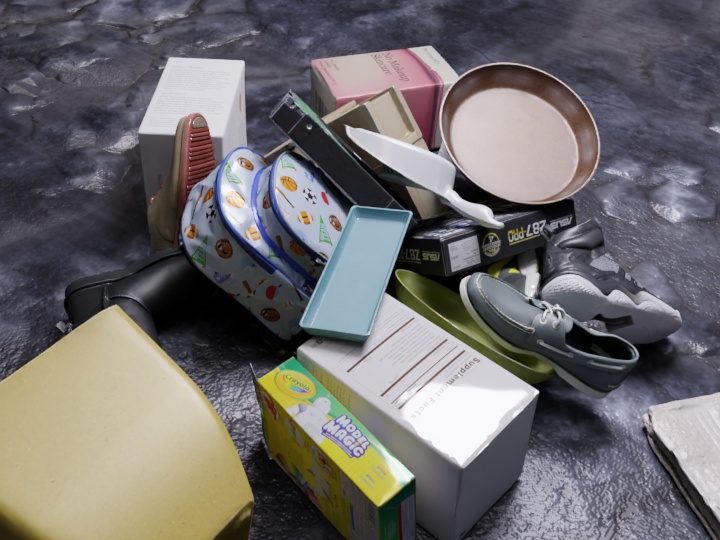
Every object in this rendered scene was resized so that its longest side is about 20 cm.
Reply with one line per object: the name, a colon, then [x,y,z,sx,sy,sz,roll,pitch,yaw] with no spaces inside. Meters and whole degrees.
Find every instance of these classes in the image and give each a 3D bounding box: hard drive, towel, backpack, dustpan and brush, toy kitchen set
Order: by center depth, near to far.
towel: [0.372,0.197,0.864,0.130,0.035,0.201,-10,41,-14]
backpack: [-0.099,-0.038,0.984,0.189,0.154,0.202,31,31,-25]
dustpan and brush: [0.081,-0.099,1.008,0.198,0.058,0.139,20,1,30]
hard drive: [-0.021,-0.123,1.032,0.200,0.038,0.140,44,8,-13]
toy kitchen set: [-0.025,-0.107,1.180,0.198,0.182,0.163,-18,15,44]

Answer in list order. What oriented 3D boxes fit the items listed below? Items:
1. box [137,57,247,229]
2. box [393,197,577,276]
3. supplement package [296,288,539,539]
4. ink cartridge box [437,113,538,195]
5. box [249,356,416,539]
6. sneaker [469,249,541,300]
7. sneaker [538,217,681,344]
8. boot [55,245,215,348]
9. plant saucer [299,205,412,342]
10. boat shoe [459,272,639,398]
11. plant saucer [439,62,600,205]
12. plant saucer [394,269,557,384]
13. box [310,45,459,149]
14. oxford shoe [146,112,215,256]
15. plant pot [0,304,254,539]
box: [-0.212,-0.163,1.170,0.104,0.154,0.202,3,38,-1]
box: [0.132,-0.044,1.068,0.197,0.050,0.160,-18,14,-28]
supplement package: [0.050,0.134,0.848,0.199,0.123,0.119,32,49,30]
ink cartridge box: [0.160,-0.147,1.150,0.115,0.068,0.200,23,8,2]
box: [-0.030,0.167,0.806,0.048,0.119,0.199,-31,50,-27]
sneaker: [0.164,0.028,1.024,0.083,0.076,0.200,-3,19,9]
sneaker: [0.276,0.008,0.994,0.197,0.075,0.116,17,52,-30]
boot: [-0.230,0.059,0.961,0.195,0.074,0.163,-15,40,-10]
plant saucer: [0.000,0.000,0.898,0.069,0.019,0.201,6,38,13]
boat shoe: [0.188,0.053,0.884,0.198,0.062,0.073,33,42,-13]
plant saucer: [0.186,-0.158,1.067,0.196,0.035,0.204,4,63,-8]
plant saucer: [0.114,0.064,0.942,0.198,0.031,0.200,30,11,-6]
box: [0.035,-0.247,1.324,0.197,0.110,0.129,-11,40,-17]
oxford shoe: [-0.218,-0.085,1.044,0.074,0.204,0.070,13,13,19]
plant pot: [-0.196,0.194,0.718,0.198,0.197,0.194,33,46,19]
